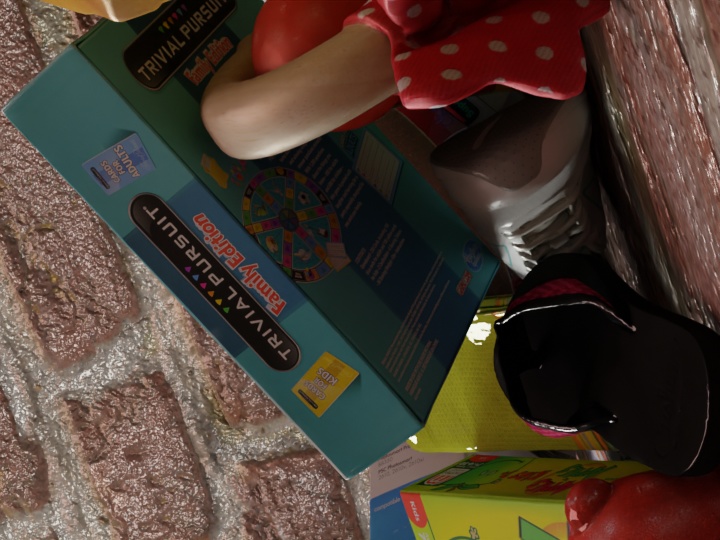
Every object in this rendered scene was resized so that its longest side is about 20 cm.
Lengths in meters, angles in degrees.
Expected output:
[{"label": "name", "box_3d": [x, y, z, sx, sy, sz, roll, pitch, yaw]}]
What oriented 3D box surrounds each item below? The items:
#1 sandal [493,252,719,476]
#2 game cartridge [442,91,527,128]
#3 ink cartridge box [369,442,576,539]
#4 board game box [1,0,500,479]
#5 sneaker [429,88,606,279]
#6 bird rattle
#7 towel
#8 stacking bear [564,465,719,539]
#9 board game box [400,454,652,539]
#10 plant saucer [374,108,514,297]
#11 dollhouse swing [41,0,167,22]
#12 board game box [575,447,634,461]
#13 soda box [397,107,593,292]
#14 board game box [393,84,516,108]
[{"label": "sandal", "box_3d": [0.084, 0.034, 0.836, 0.200, 0.045, 0.075, -159, 70, -73]}, {"label": "game cartridge", "box_3d": [-0.004, -0.133, 1.045, 0.200, 0.038, 0.130, 36, -171, -30]}, {"label": "ink cartridge box", "box_3d": [0.064, 0.089, 1.189, 0.116, 0.068, 0.200, 39, -143, -39]}, {"label": "board game box", "box_3d": [-0.038, -0.032, 0.885, 0.200, 0.047, 0.151, 47, -152, -9]}, {"label": "sneaker", "box_3d": [0.078, -0.035, 0.923, 0.080, 0.070, 0.200, 64, -173, 1]}, {"label": "bird rattle", "box_3d": [0.014, -0.089, 0.804, 0.113, 0.163, 0.200, 51, -162, -24]}, {"label": "towel", "box_3d": [0.065, 0.052, 0.990, 0.200, 0.018, 0.086, -8, 118, 54]}, {"label": "stacking bear", "box_3d": [0.128, 0.171, 0.796, 0.114, 0.121, 0.200, 116, 143, -81]}, {"label": "board game box", "box_3d": [0.099, 0.138, 0.950, 0.200, 0.048, 0.102, -7, 103, 62]}, {"label": "plant saucer", "box_3d": [0.000, 0.000, 1.083, 0.200, 0.032, 0.200, 34, 141, 33]}, {"label": "dollhouse swing", "box_3d": [-0.039, -0.155, 0.770, 0.182, 0.200, 0.176, 72, 178, -72]}, {"label": "board game box", "box_3d": [0.131, 0.083, 1.086, 0.200, 0.034, 0.135, -110, 0, -56]}, {"label": "soda box", "box_3d": [0.062, -0.056, 1.135, 0.200, 0.070, 0.063, -110, -3, -55]}, {"label": "board game box", "box_3d": [0.012, -0.163, 0.943, 0.030, 0.095, 0.200, 121, 135, -60]}]
